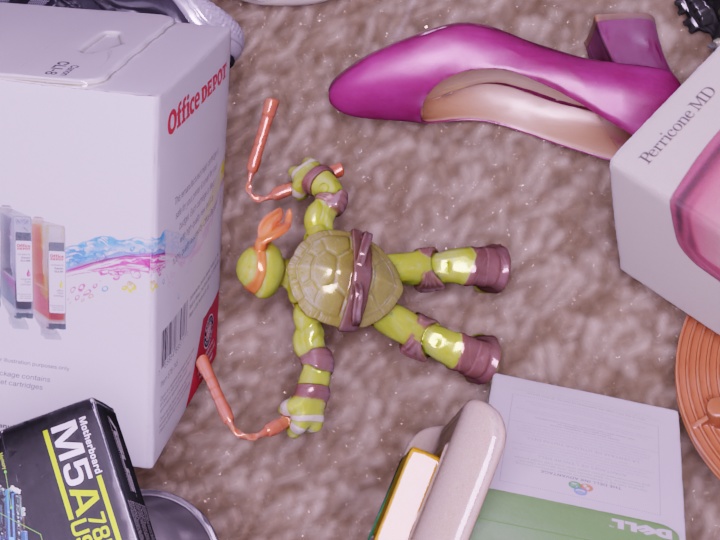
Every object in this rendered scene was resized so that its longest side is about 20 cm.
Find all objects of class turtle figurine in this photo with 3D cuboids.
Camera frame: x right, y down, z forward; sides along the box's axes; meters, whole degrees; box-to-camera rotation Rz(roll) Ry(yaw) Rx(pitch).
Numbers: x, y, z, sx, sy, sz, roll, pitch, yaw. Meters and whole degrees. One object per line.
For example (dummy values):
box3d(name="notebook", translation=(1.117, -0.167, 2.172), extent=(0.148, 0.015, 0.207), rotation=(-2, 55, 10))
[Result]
box3d(name="turtle figurine", translation=(0.000, 0.000, 0.885), extent=(0.161, 0.064, 0.200), rotation=(10, 65, -16))

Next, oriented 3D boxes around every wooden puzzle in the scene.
box3d(name="wooden puzzle", translation=(0.010, 0.154, 0.804), extent=(0.037, 0.200, 0.185), rotation=(24, 80, -2))

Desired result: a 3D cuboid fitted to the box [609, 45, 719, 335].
box3d(name="box", translation=(0.245, -0.020, 0.832), extent=(0.200, 0.109, 0.128), rotation=(36, 73, 29))

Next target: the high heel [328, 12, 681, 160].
box3d(name="high heel", translation=(0.085, -0.089, 0.915), extent=(0.200, 0.067, 0.096), rotation=(-11, 66, -1))

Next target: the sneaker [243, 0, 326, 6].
box3d(name="sneaker", translation=(-0.088, -0.186, 0.912), extent=(0.200, 0.093, 0.070), rotation=(15, 112, -17))

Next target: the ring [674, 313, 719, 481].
box3d(name="ring", translation=(0.268, 0.051, 0.860), extent=(0.200, 0.019, 0.201), rotation=(-6, 55, 8))

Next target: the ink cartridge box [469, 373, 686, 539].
box3d(name="ink cartridge box", translation=(0.103, 0.129, 0.801), extent=(0.104, 0.200, 0.059), rotation=(12, 114, 4))

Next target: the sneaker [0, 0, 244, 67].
box3d(name="sneaker", translation=(-0.176, -0.123, 0.945), extent=(0.200, 0.075, 0.114), rotation=(18, 80, 9))

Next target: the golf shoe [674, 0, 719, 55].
box3d(name="golf shoe", translation=(0.203, -0.213, 0.940), extent=(0.088, 0.077, 0.200), rotation=(-29, 84, -12))

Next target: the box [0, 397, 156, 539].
box3d(name="box", translation=(-0.166, 0.178, 0.673), extent=(0.193, 0.048, 0.200), rotation=(-20, 76, -2))

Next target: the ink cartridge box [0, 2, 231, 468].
box3d(name="ink cartridge box", translation=(-0.154, -0.025, 0.842), extent=(0.144, 0.145, 0.200), rotation=(8, 112, 7))

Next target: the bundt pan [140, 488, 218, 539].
box3d(name="bundt pan", translation=(-0.140, 0.187, 0.731), extent=(0.202, 0.076, 0.202), rotation=(-1, 78, 5))
